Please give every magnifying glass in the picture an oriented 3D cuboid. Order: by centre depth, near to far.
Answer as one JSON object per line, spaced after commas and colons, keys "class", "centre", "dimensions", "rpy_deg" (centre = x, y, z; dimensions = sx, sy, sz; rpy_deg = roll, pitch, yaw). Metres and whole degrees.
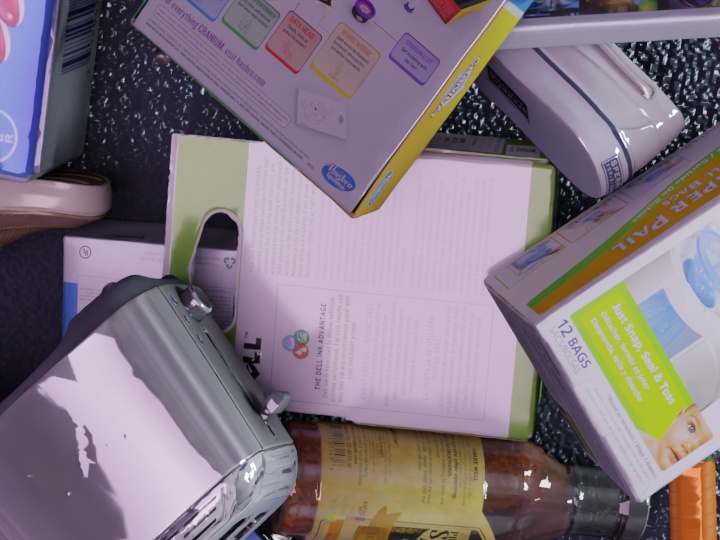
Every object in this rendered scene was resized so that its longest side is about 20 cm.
{"class": "magnifying glass", "centre": [0.176, 0.078, 1.535], "dimensions": [0.079, 0.022, 0.201], "rpy_deg": [0, 99, 11]}

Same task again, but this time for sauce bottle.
{"class": "sauce bottle", "centre": [0.052, 0.116, 1.518], "dimensions": [0.199, 0.066, 0.066], "rpy_deg": [5, 103, -9]}

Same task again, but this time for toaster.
{"class": "toaster", "centre": [-0.127, 0.105, 1.446], "dimensions": [0.200, 0.114, 0.129], "rpy_deg": [-42, 80, 9]}

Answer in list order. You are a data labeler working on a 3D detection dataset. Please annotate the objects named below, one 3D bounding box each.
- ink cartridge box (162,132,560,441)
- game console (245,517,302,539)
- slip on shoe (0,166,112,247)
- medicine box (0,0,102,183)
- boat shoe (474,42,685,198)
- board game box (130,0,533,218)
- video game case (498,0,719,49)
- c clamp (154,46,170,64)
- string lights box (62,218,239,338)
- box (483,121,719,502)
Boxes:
{"class": "ink cartridge box", "centre": [0.000, 0.000, 1.516], "dimensions": [0.199, 0.076, 0.149], "rpy_deg": [6, 102, 5]}
{"class": "game console", "centre": [-0.028, 0.225, 1.502], "dimensions": [0.200, 0.116, 0.176], "rpy_deg": [-50, 116, -24]}
{"class": "slip on shoe", "centre": [-0.225, -0.024, 1.564], "dimensions": [0.199, 0.076, 0.061], "rpy_deg": [-1, 97, 16]}
{"class": "medicine box", "centre": [-0.241, -0.158, 1.529], "dimensions": [0.199, 0.103, 0.183], "rpy_deg": [10, 103, 9]}
{"class": "boat shoe", "centre": [0.088, -0.121, 1.472], "dimensions": [0.065, 0.074, 0.200], "rpy_deg": [-33, 66, -13]}
{"class": "board game box", "centre": [0.004, -0.151, 1.391], "dimensions": [0.153, 0.040, 0.200], "rpy_deg": [42, 110, 12]}
{"class": "video game case", "centre": [0.096, -0.196, 1.445], "dimensions": [0.199, 0.023, 0.183], "rpy_deg": [-2, 66, 12]}
{"class": "c clamp", "centre": [-0.018, -0.204, 1.461], "dimensions": [0.199, 0.027, 0.172], "rpy_deg": [-19, 55, 32]}
{"class": "string lights box", "centre": [-0.108, 0.078, 1.571], "dimensions": [0.102, 0.059, 0.201], "rpy_deg": [5, 102, 11]}
{"class": "box", "centre": [0.180, 0.004, 1.435], "dimensions": [0.199, 0.101, 0.113], "rpy_deg": [-33, 107, -4]}
